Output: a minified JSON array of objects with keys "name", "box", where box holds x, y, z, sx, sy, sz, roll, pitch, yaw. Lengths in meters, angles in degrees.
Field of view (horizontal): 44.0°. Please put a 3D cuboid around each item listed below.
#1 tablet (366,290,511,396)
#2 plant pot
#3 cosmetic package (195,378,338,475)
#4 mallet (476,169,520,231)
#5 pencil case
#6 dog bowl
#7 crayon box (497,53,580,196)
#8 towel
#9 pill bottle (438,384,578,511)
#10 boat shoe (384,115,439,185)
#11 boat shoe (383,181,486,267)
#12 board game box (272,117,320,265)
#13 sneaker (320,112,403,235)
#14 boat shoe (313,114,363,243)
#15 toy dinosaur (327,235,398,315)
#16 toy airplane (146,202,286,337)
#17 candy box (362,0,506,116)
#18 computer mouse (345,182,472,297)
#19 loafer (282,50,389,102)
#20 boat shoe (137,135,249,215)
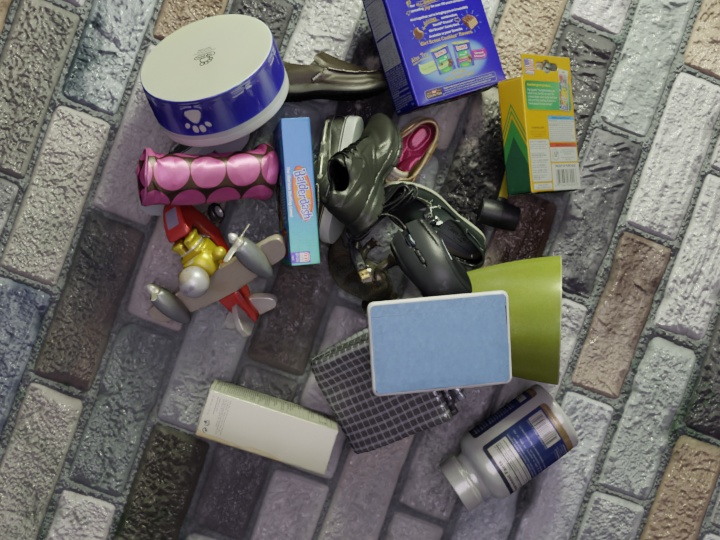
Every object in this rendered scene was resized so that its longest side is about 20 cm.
[{"name":"tablet","box":[0.110,0.100,1.224,0.197,0.014,0.132,-5,97,-5]},{"name":"plant pot","box":[0.196,0.071,1.326,0.197,0.187,0.190,1,92,12]},{"name":"cosmetic package","box":[-0.137,0.230,1.324,0.197,0.104,0.074,19,91,-4]},{"name":"mallet","box":[0.242,-0.159,1.381,0.065,0.041,0.203,22,86,-4]},{"name":"pencil case","box":[-0.218,-0.137,1.256,0.197,0.094,0.092,-4,133,-27]},{"name":"dog bowl","box":[-0.205,-0.271,1.257,0.198,0.201,0.079,-23,137,-4]},{"name":"crayon box","box":[0.269,-0.217,1.342,0.125,0.051,0.203,-7,93,-41]},{"name":"towel","box":[0.036,0.165,1.305,0.199,0.085,0.167,-27,92,32]},{"name":"pill bottle","box":[0.221,0.273,1.352,0.199,0.111,0.112,-34,94,-3]},{"name":"boat shoe","box":[0.049,-0.153,1.345,0.073,0.069,0.201,36,90,-6]},{"name":"boat shoe","box":[0.110,-0.061,1.328,0.198,0.066,0.074,35,116,-24]},{"name":"board game box","box":[-0.095,-0.110,1.292,0.044,0.152,0.203,-4,93,-10]},{"name":"sneaker","box":[0.001,-0.153,1.269,0.090,0.076,0.202,33,54,-27]},{"name":"boat shoe","box":[-0.044,-0.138,1.332,0.063,0.071,0.203,7,72,16]},{"name":"toy dinosaur","box":[0.000,0.000,1.340,0.199,0.077,0.103,40,95,-2]},{"name":"toy airplane","box":[-0.214,0.013,1.289,0.197,0.141,0.203,19,113,11]},{"name":"candy box","box":[0.106,-0.350,1.317,0.167,0.077,0.203,-19,95,-26]},{"name":"computer mouse","box":[0.060,-0.012,1.270,0.139,0.046,0.202,-32,82,13]},{"name":"loafer","box":[-0.049,-0.294,1.331,0.197,0.073,0.073,-3,91,-6]},{"name":"boat shoe","box":[-0.253,-0.165,1.322,0.200,0.068,0.072,-44,132,1]}]
